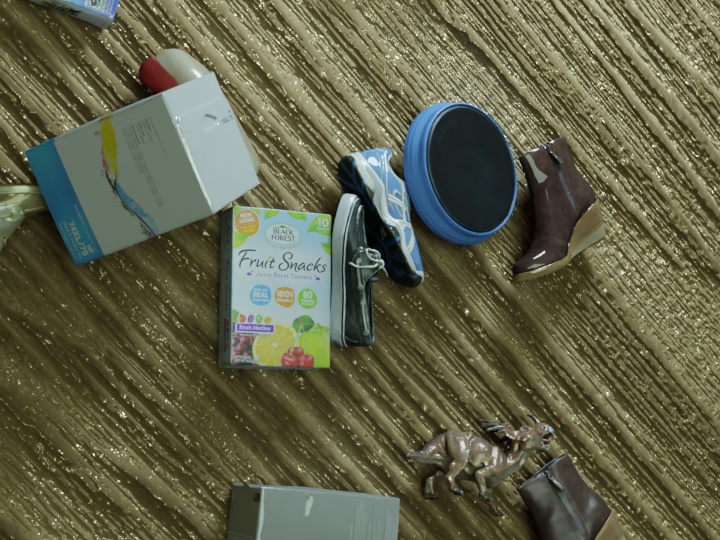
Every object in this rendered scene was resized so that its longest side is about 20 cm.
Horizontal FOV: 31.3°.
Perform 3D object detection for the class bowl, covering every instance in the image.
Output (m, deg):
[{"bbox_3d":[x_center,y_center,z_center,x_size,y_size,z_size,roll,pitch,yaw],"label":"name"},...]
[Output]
[{"bbox_3d":[0.143,-0.138,1.792,0.199,0.039,0.204,12,72,-39],"label":"bowl"}]

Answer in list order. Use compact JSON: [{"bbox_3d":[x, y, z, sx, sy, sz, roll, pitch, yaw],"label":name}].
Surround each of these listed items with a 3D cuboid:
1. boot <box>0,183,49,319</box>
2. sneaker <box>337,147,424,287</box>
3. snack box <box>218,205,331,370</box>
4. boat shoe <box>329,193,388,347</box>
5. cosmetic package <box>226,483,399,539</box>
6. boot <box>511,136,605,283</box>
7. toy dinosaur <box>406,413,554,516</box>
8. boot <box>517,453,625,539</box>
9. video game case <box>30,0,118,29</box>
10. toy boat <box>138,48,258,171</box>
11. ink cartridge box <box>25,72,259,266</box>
[{"bbox_3d":[-0.427,-0.020,1.504,0.197,0.072,0.157,-8,89,-26],"label":"boot"},{"bbox_3d":[0.045,-0.074,1.743,0.077,0.075,0.202,-27,97,-31],"label":"sneaker"},{"bbox_3d":[-0.111,0.025,1.666,0.140,0.053,0.203,4,81,-27],"label":"snack box"},{"bbox_3d":[-0.001,0.000,1.700,0.067,0.074,0.203,2,82,15],"label":"boat shoe"},{"bbox_3d":[-0.060,0.318,1.626,0.197,0.107,0.092,6,81,-24],"label":"cosmetic package"},{"bbox_3d":[0.260,-0.087,1.859,0.199,0.072,0.168,-30,97,-33],"label":"boot"},{"bbox_3d":[0.154,0.250,1.760,0.197,0.086,0.137,14,67,-8],"label":"toy dinosaur"},{"bbox_3d":[0.268,0.378,1.810,0.199,0.072,0.167,-36,88,-24],"label":"boot"},{"bbox_3d":[-0.371,-0.427,1.595,0.179,0.045,0.203,17,77,-23],"label":"video game case"},{"bbox_3d":[-0.221,-0.172,1.612,0.130,0.131,0.202,-29,98,3],"label":"toy boat"},{"bbox_3d":[-0.250,-0.120,1.501,0.148,0.198,0.147,67,24,-10],"label":"ink cartridge box"}]
